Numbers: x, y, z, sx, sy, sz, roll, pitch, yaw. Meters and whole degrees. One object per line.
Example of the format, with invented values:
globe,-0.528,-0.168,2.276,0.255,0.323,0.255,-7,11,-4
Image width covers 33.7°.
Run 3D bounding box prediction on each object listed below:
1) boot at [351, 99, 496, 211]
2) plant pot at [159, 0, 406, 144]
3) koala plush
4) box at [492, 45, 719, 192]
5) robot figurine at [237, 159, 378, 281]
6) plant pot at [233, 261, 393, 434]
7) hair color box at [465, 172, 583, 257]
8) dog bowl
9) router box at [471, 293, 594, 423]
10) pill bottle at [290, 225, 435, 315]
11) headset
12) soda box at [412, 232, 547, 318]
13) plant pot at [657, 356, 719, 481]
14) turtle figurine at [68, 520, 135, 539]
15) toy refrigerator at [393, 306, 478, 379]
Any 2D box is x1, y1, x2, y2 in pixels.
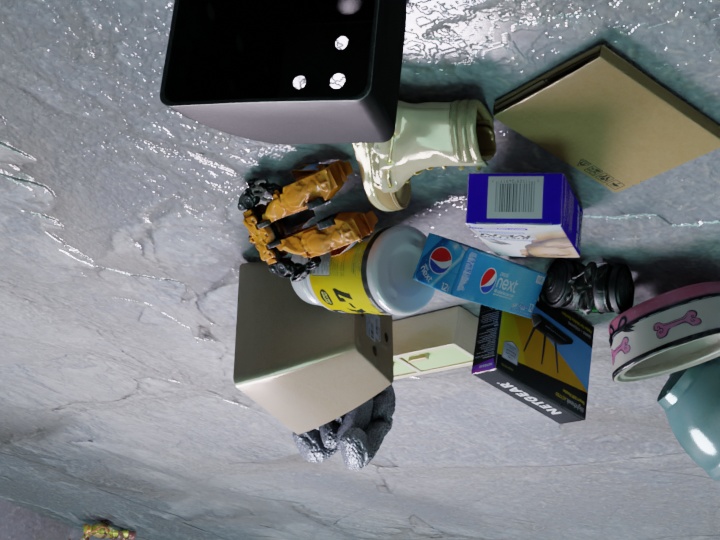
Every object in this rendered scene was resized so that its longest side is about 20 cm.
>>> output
boot,0.079,-0.130,1.358,0.154,0.073,0.200,2,149,15
plant pot,-0.050,-0.216,1.120,0.198,0.202,0.177,1,165,19
koala plush,-0.050,0.200,1.996,0.177,0.184,0.200,-4,131,51
box,0.268,-0.158,1.281,0.199,0.021,0.163,27,149,-28
robot figurine,-0.073,-0.065,1.508,0.199,0.058,0.146,-16,102,48
plant pot,-0.056,0.099,1.741,0.176,0.201,0.200,-14,146,21
hair color box,0.195,-0.062,1.388,0.108,0.065,0.200,2,173,17
dog bowl,0.415,0.080,1.564,0.198,0.074,0.200,-15,163,-5
router box,0.246,0.111,1.677,0.199,0.150,0.051,30,149,-34
pill bottle,0.000,0.000,1.562,0.114,0.115,0.199,30,163,-33
headset,0.299,0.034,1.567,0.122,0.095,0.200,6,164,10
soda box,0.155,0.008,1.522,0.068,0.065,0.199,23,-176,38
plant pot,0.510,0.179,1.694,0.134,0.201,0.201,36,155,8
turtle figurine,-0.740,0.755,3.421,0.161,0.065,0.199,21,144,-36
toy refrigerator,0.096,0.118,1.838,0.199,0.070,0.076,-15,144,42
